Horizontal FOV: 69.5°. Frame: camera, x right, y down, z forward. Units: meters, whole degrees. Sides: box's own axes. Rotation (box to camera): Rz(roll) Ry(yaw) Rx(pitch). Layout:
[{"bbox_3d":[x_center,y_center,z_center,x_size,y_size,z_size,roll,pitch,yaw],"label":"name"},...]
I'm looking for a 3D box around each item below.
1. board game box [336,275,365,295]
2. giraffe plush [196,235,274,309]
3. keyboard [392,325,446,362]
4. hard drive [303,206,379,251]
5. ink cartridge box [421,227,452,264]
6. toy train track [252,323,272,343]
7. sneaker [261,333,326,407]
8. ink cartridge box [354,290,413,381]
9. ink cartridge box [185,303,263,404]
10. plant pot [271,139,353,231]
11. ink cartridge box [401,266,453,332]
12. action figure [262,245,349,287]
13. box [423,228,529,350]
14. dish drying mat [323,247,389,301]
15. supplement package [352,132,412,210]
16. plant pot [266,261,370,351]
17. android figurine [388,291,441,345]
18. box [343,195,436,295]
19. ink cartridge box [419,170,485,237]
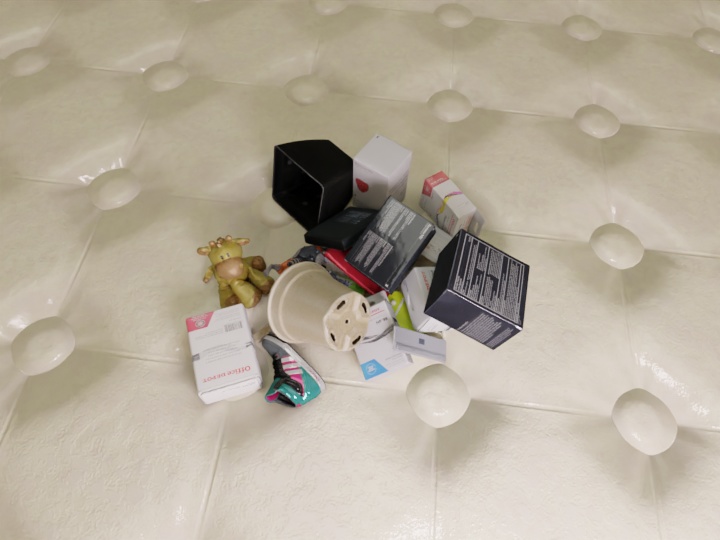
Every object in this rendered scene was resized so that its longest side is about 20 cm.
[{"bbox_3d":[-0.065,0.110,1.348,0.095,0.030,0.201,20,58,12],"label":"board game box"},{"bbox_3d":[-0.328,-0.014,1.333,0.172,0.163,0.200,-40,69,-22],"label":"giraffe plush"},{"bbox_3d":[0.145,0.178,1.243,0.199,0.011,0.057,21,61,-42],"label":"keyboard"},{"bbox_3d":[-0.038,-0.118,1.410,0.139,0.033,0.200,13,35,36],"label":"hard drive"},{"bbox_3d":[0.157,-0.085,1.416,0.199,0.044,0.173,34,37,16],"label":"ink cartridge box"},{"bbox_3d":[-0.186,0.121,1.335,0.199,0.033,0.115,-36,56,-12],"label":"toy train track"},{"bbox_3d":[-0.192,0.252,1.235,0.200,0.084,0.121,39,56,17],"label":"sneaker"},{"bbox_3d":[0.037,0.154,1.265,0.115,0.067,0.201,-25,71,12],"label":"ink cartridge box"},{"bbox_3d":[-0.328,0.201,1.255,0.144,0.085,0.201,-15,60,-10],"label":"ink cartridge box"},{"bbox_3d":[-0.119,-0.256,1.472,0.199,0.201,0.177,41,56,20],"label":"plant pot"},{"bbox_3d":[0.221,0.071,1.314,0.198,0.084,0.147,-2,59,-25],"label":"ink cartridge box"},{"bbox_3d":[-0.126,-0.008,1.346,0.199,0.105,0.194,17,32,17],"label":"action figure"},{"bbox_3d":[0.275,0.043,1.223,0.197,0.123,0.201,28,51,-8],"label":"box"},{"bbox_3d":[0.000,0.000,1.363,0.200,0.018,0.077,40,54,9],"label":"dish drying mat"},{"bbox_3d":[0.057,-0.258,1.465,0.121,0.201,0.120,32,63,17],"label":"supplement package"},{"bbox_3d":[-0.083,0.095,1.188,0.200,0.201,0.183,-45,37,-23],"label":"plant pot"},{"bbox_3d":[0.114,0.128,1.337,0.199,0.041,0.183,28,63,12],"label":"android figurine"},{"bbox_3d":[0.077,-0.062,1.304,0.141,0.079,0.201,36,88,17],"label":"box"},{"bbox_3d":[0.255,-0.167,1.466,0.067,0.117,0.200,-28,64,-18],"label":"ink cartridge box"}]
